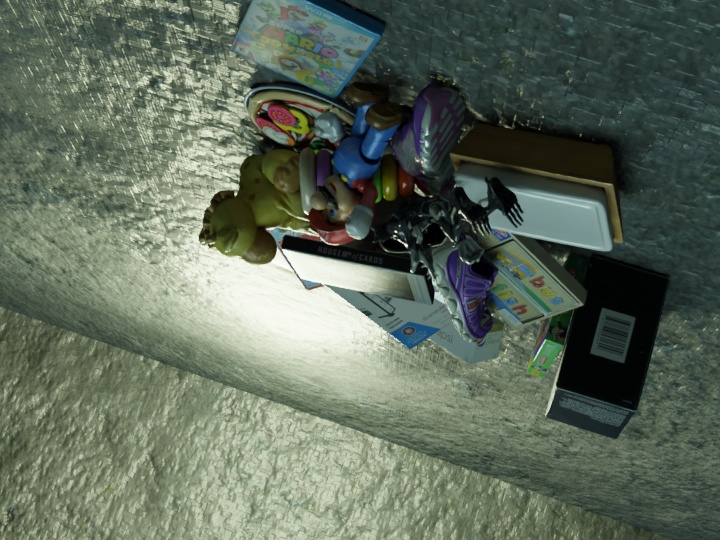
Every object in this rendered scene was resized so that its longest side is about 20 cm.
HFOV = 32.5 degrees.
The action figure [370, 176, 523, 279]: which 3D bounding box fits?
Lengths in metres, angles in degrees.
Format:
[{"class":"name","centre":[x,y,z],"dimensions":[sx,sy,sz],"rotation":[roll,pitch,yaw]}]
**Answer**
[{"class":"action figure","centre":[0.093,-0.044,1.453],"dimensions":[0.199,0.118,0.103],"rotation":[-16,97,55]}]

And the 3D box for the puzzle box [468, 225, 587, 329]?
[{"class":"puzzle box","centre":[0.199,-0.002,1.685],"dimensions":[0.200,0.026,0.132],"rotation":[41,139,-23]}]

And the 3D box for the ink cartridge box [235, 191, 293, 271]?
[{"class":"ink cartridge box","centre":[-0.113,-0.064,1.960],"dimensions":[0.198,0.084,0.147],"rotation":[22,162,-10]}]

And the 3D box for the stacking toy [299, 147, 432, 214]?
[{"class":"stacking toy","centre":[0.021,-0.119,1.592],"dimensions":[0.196,0.087,0.086],"rotation":[-3,162,0]}]

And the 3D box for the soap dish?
[{"class":"soap dish","centre":[0.216,-0.101,1.473],"dimensions":[0.197,0.082,0.158],"rotation":[14,162,22]}]

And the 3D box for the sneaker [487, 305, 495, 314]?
[{"class":"sneaker","centre":[0.138,0.007,1.931],"dimensions":[0.197,0.082,0.087],"rotation":[8,159,-4]}]

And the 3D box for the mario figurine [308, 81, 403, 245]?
[{"class":"mario figurine","centre":[-0.020,-0.118,1.479],"dimensions":[0.104,0.124,0.202],"rotation":[17,121,-1]}]

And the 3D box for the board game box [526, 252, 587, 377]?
[{"class":"board game box","centre":[0.289,0.069,1.826],"dimensions":[0.029,0.136,0.200],"rotation":[18,163,5]}]

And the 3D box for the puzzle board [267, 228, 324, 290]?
[{"class":"puzzle board","centre":[-0.030,-0.041,1.857],"dimensions":[0.197,0.018,0.151],"rotation":[-14,129,25]}]

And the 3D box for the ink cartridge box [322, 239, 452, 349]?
[{"class":"ink cartridge box","centre":[0.052,0.004,1.813],"dimensions":[0.199,0.085,0.145],"rotation":[36,130,-23]}]

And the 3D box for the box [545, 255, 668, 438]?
[{"class":"box","centre":[0.354,0.115,1.781],"dimensions":[0.121,0.203,0.199],"rotation":[16,164,8]}]

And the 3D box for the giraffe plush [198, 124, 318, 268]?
[{"class":"giraffe plush","centre":[-0.142,-0.078,1.717],"dimensions":[0.199,0.163,0.173],"rotation":[37,165,6]}]

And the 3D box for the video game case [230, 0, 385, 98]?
[{"class":"video game case","centre":[-0.065,-0.263,1.400],"dimensions":[0.141,0.018,0.200],"rotation":[24,163,-10]}]

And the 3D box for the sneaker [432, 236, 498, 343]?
[{"class":"sneaker","centre":[0.152,0.027,1.664],"dimensions":[0.082,0.081,0.201],"rotation":[-20,143,8]}]

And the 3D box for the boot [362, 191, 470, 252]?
[{"class":"boot","centre":[0.053,-0.058,1.614],"dimensions":[0.197,0.071,0.146],"rotation":[-14,-167,24]}]

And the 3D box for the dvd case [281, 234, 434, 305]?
[{"class":"dvd case","centre":[0.000,0.000,1.687],"dimensions":[0.197,0.025,0.150],"rotation":[11,166,11]}]

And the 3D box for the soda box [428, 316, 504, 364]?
[{"class":"soda box","centre":[0.140,0.079,2.003],"dimensions":[0.067,0.065,0.199],"rotation":[-7,-153,-38]}]

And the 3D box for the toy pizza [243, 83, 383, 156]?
[{"class":"toy pizza","centre":[-0.064,-0.182,1.628],"dimensions":[0.197,0.032,0.201],"rotation":[18,163,6]}]

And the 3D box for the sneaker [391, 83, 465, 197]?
[{"class":"sneaker","centre":[0.074,-0.161,1.475],"dimensions":[0.088,0.081,0.201],"rotation":[34,164,18]}]
